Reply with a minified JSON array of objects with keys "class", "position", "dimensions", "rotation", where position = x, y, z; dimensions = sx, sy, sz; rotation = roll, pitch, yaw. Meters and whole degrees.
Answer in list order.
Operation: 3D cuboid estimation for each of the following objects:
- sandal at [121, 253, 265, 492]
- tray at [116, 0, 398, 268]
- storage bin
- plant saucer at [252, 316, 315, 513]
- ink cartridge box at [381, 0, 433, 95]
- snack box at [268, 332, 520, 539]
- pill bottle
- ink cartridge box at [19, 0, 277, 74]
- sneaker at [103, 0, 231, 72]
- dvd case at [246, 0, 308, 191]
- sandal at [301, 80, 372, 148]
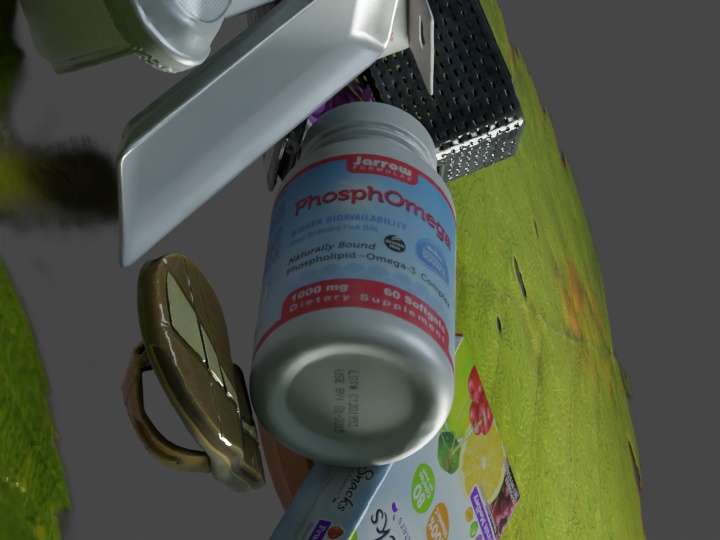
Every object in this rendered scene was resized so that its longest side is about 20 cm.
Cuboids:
[{"class":"sandal","position":[-0.085,0.062,0.791],"dimensions":[0.200,0.053,0.081],"rotation":[78,2,-66]},{"class":"tray","position":[-0.052,-0.091,0.806],"dimensions":[0.022,0.200,0.108],"rotation":[41,-26,15]},{"class":"storage bin","position":[0.040,-0.170,1.211],"dimensions":[0.135,0.093,0.202],"rotation":[84,-16,-81]},{"class":"plant saucer","position":[-0.021,0.090,1.011],"dimensions":[0.200,0.037,0.203],"rotation":[-12,90,-75]},{"class":"ink cartridge box","position":[-0.016,-0.213,1.081],"dimensions":[0.116,0.067,0.202],"rotation":[83,-14,-69]},{"class":"snack box","position":[0.018,0.152,0.929],"dimensions":[0.201,0.052,0.143],"rotation":[-56,138,-37]},{"class":"pill bottle","position":[0.000,0.000,0.906],"dimensions":[0.201,0.107,0.109],"rotation":[-86,157,-46]},{"class":"ink cartridge box","position":[-0.082,-0.197,0.805],"dimensions":[0.200,0.085,0.148],"rotation":[-33,111,-50]},{"class":"sneaker","position":[-0.046,-0.186,0.689],"dimensions":[0.075,0.114,0.202],"rotation":[25,67,-44]},{"class":"dvd case","position":[-0.057,-0.169,1.011],"dimensions":[0.149,0.016,0.202],"rotation":[116,-34,-70]},{"class":"sandal","position":[-0.014,-0.113,1.168],"dimensions":[0.202,0.049,0.084],"rotation":[11,67,-73]}]
